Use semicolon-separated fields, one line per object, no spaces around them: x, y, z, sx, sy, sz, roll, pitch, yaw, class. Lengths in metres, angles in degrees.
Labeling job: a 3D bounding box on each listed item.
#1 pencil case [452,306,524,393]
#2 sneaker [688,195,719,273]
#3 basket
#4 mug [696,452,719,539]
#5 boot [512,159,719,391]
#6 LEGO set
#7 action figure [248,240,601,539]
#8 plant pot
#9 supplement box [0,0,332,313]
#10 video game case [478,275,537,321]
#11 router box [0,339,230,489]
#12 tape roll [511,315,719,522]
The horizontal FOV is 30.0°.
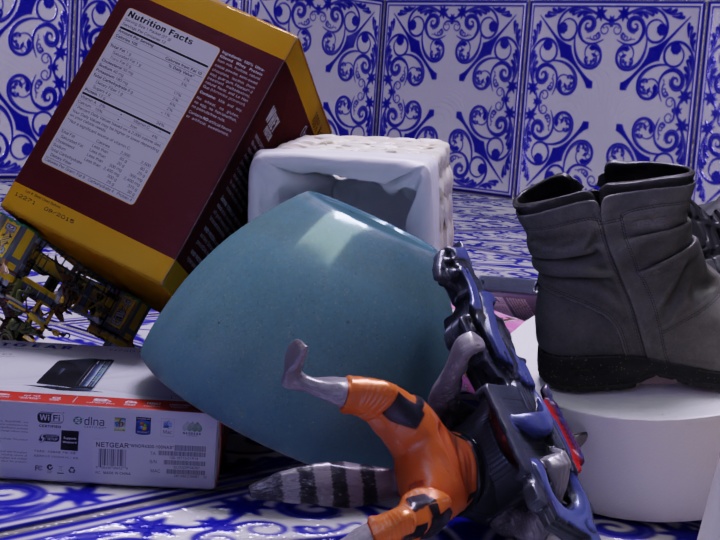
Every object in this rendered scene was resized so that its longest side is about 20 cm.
0.103;0.065;1.084;0.200;0.083;0.087;12;-28;49;pencil case
0.235;-0.014;0.992;0.200;0.076;0.079;-4;-20;-46;sneaker
0.000;0.000;0.989;0.135;0.201;0.123;4;19;14;basket
0.228;0.094;0.654;0.149;0.154;0.186;-2;9;-32;mug
0.192;0.000;0.786;0.199;0.131;0.068;-4;21;7;boot
-0.265;0.033;1.000;0.153;0.116;0.200;22;-12;30;LEGO set
0.040;0.085;0.744;0.193;0.200;0.105;8;-40;-32;action figure
-0.019;0.030;0.844;0.200;0.135;0.200;25;7;-3;plant pot
-0.134;-0.080;1.012;0.132;0.200;0.197;26;-10;12;supplement box
0.209;0.055;1.113;0.199;0.019;0.143;4;-31;31;video game case
-0.185;0.088;0.871;0.199;0.049;0.180;3;8;-3;router box
0.191;0.079;0.861;0.202;0.071;0.203;-6;22;3;tape roll
